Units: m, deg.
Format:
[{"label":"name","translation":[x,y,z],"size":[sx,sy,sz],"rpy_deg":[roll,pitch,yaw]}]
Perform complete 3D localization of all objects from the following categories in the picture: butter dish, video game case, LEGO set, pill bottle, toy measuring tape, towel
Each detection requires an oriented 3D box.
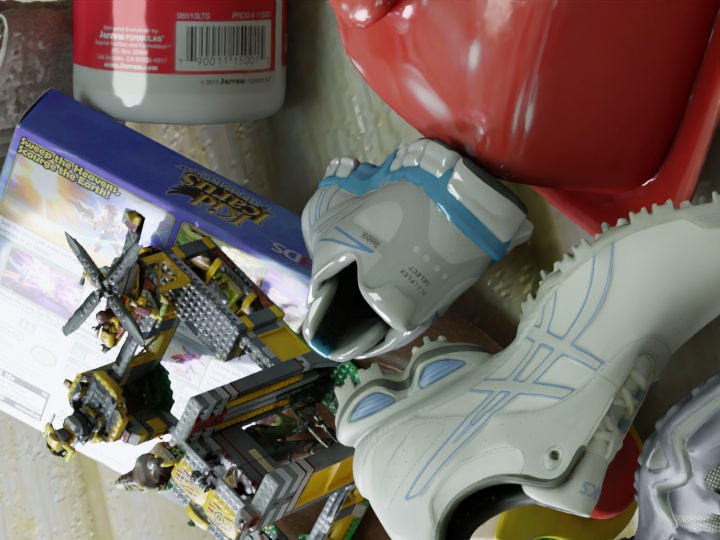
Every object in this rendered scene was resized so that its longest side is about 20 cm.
[{"label":"butter dish","translation":[0.051,-0.123,0.885],"size":[0.200,0.147,0.201],"rpy_deg":[45,129,42]},{"label":"video game case","translation":[-0.104,0.027,1.121],"size":[0.199,0.046,0.182],"rpy_deg":[27,129,2]},{"label":"LEGO set","translation":[-0.082,0.080,1.000],"size":[0.200,0.116,0.154],"rpy_deg":[50,128,17]},{"label":"pill bottle","translation":[-0.091,-0.180,1.109],"size":[0.112,0.112,0.202],"rpy_deg":[16,108,53]},{"label":"toy measuring tape","translation":[0.073,0.119,0.919],"size":[0.073,0.073,0.201],"rpy_deg":[-7,56,55]},{"label":"towel","translation":[-0.171,-0.083,1.171],"size":[0.034,0.200,0.133],"rpy_deg":[26,107,16]}]

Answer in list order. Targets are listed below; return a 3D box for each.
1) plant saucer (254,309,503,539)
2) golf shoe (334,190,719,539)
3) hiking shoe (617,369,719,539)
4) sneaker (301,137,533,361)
[{"label":"plant saucer","translation":[0.016,0.113,1.029],"size":[0.199,0.034,0.202],"rpy_deg":[12,110,37]},{"label":"golf shoe","translation":[0.089,0.050,0.863],"size":[0.199,0.078,0.098],"rpy_deg":[-34,55,15]},{"label":"hiking shoe","translation":[0.154,0.112,0.854],"size":[0.101,0.075,0.201],"rpy_deg":[46,139,26]},{"label":"sneaker","translation":[0.000,0.000,0.934],"size":[0.075,0.087,0.200],"rpy_deg":[41,167,-6]}]
